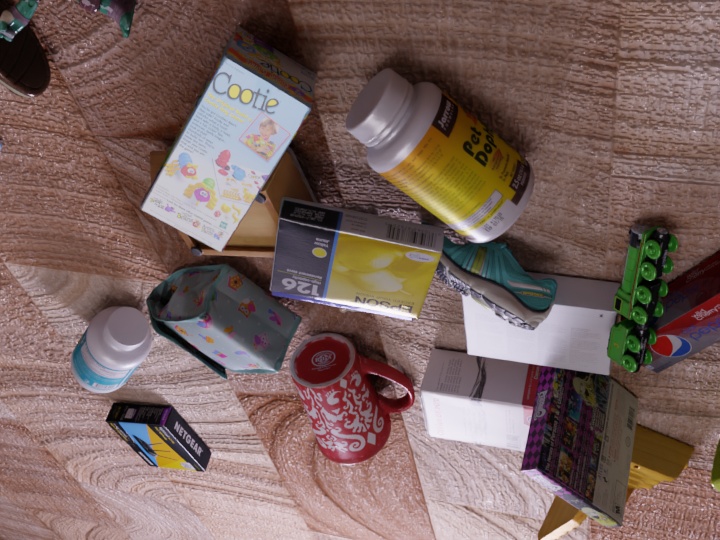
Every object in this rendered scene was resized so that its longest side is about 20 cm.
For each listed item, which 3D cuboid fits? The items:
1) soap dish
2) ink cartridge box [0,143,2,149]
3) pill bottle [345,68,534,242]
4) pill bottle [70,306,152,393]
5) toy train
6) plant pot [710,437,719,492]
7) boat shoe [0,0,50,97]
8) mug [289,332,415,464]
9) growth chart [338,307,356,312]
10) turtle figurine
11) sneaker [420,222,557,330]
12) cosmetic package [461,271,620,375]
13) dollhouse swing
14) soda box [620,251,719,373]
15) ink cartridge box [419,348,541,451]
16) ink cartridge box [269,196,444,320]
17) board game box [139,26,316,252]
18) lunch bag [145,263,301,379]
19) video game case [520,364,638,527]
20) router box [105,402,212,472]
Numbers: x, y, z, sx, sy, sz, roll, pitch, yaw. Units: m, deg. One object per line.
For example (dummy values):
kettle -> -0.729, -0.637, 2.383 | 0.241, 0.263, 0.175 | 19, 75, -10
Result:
soap dish -> -0.159, -0.086, 1.179 | 0.198, 0.082, 0.158 | 3, 143, 23
ink cartridge box -> -0.611, -0.179, 1.204 | 0.198, 0.147, 0.147 | 12, 146, 10
pill bottle -> 0.083, -0.124, 0.984 | 0.199, 0.110, 0.109 | 34, 143, -22
pill bottle -> -0.424, 0.131, 1.586 | 0.110, 0.111, 0.200 | 29, 144, -15
toy train -> 0.330, 0.033, 1.095 | 0.056, 0.041, 0.201 | 39, 138, 45
plant pot -> 0.579, 0.204, 1.145 | 0.199, 0.182, 0.199 | 28, 146, -14
boat shoe -> -0.440, -0.283, 1.056 | 0.074, 0.075, 0.203 | 5, 140, 43
mug -> -0.020, 0.191, 1.499 | 0.133, 0.177, 0.201 | 39, 159, 42
growth chart -> 0.000, 0.000, 1.281 | 0.144, 0.018, 0.200 | -1, 142, 26
turtle figurine -> -0.330, -0.303, 0.939 | 0.198, 0.102, 0.150 | 8, 163, -12
sneaker -> 0.153, -0.004, 1.157 | 0.199, 0.080, 0.078 | 33, 170, 10
cosmetic package -> 0.239, 0.067, 1.231 | 0.198, 0.052, 0.151 | 8, 146, 16
dollhouse swing -> 0.402, 0.364, 1.464 | 0.181, 0.177, 0.200 | 22, 145, -4
soda box -> 0.401, 0.053, 1.123 | 0.070, 0.064, 0.200 | 26, 145, -12
ink cartridge box -> 0.200, 0.201, 1.410 | 0.198, 0.083, 0.147 | 7, 144, 16
ink cartridge box -> -0.012, 0.004, 1.146 | 0.196, 0.047, 0.201 | 10, 140, -2
board game box -> -0.142, -0.141, 1.004 | 0.104, 0.103, 0.200 | 29, 118, -15
lunch bag -> -0.221, 0.080, 1.412 | 0.199, 0.123, 0.170 | -9, 141, 47
video game case -> 0.312, 0.228, 1.292 | 0.181, 0.201, 0.036 | 35, 144, -24
router box -> -0.424, 0.353, 1.950 | 0.148, 0.051, 0.201 | 0, 142, 23
